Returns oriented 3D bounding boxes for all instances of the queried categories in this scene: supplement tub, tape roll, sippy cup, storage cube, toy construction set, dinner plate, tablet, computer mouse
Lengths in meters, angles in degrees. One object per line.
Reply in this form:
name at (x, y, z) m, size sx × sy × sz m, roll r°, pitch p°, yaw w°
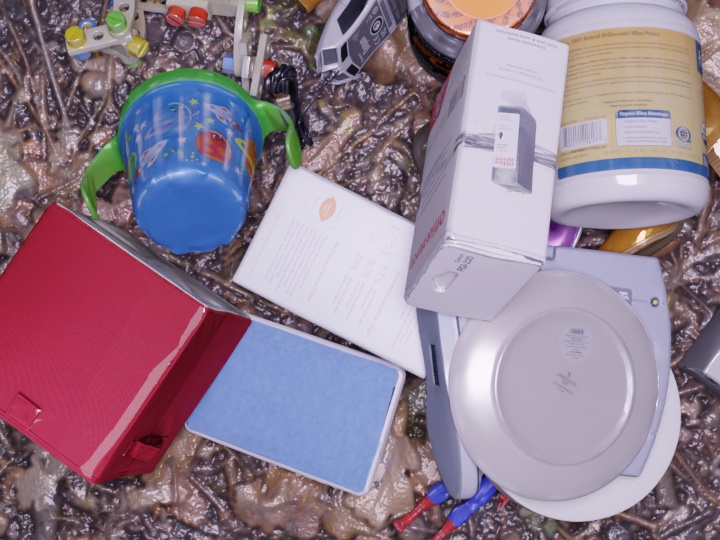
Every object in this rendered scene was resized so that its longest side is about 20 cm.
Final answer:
supplement tub at (0.102, -0.237, 1.069) m, size 0.122 × 0.200 × 0.123 m, roll 0°, pitch 89°, yaw 3°
tape roll at (0.196, 0.131, 1.108) m, size 0.202 × 0.037 × 0.203 m, roll 1°, pitch 82°, yaw -4°
supplement tub at (0.227, -0.146, 1.043) m, size 0.144 × 0.145 × 0.200 m, roll -1°, pitch 81°, yaw 2°
sippy cup at (-0.151, -0.089, 1.062) m, size 0.140 × 0.130 × 0.178 m, roll 31°, pitch 122°, yaw -29°
storage cube at (-0.234, 0.065, 1.084) m, size 0.200 × 0.171 × 0.180 m, roll 35°, pitch 90°, yaw 10°
toy construction set at (-0.170, -0.238, 1.135) m, size 0.200 × 0.092 × 0.131 m, roll 14°, pitch 65°, yaw -5°
dinner plate at (0.172, 0.099, 1.023) m, size 0.200 × 0.024 × 0.201 m, roll 1°, pitch 87°, yaw -18°
tablet at (-0.065, 0.124, 1.143) m, size 0.200 × 0.014 × 0.130 m, roll 18°, pitch 92°, yaw 17°
computer mouse at (-0.020, -0.216, 1.138) m, size 0.044 × 0.110 × 0.200 m, roll 33°, pitch 78°, yaw 25°

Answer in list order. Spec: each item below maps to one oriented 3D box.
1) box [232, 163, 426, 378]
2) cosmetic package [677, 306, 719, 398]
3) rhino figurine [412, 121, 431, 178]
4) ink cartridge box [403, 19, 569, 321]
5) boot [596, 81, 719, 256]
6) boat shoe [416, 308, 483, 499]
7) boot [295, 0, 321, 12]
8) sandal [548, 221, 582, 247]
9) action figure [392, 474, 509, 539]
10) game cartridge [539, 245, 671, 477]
box at (0.000, 0.000, 1.121) m, size 0.200 × 0.097 × 0.125 m, roll 27°, pitch 91°, yaw 3°
cosmetic package at (0.392, 0.036, 1.100) m, size 0.090 × 0.107 × 0.200 m, roll 34°, pitch 92°, yaw 2°
rhino figurine at (0.111, -0.077, 1.098) m, size 0.087 × 0.060 × 0.200 m, roll -34°, pitch 52°, yaw 8°
ink cartridge box at (0.101, -0.077, 0.972) m, size 0.085 × 0.146 × 0.200 m, roll 14°, pitch 67°, yaw -6°
boot at (0.264, -0.096, 1.135) m, size 0.201 × 0.071 × 0.144 m, roll -37°, pitch 75°, yaw 10°
boat shoe at (0.104, 0.098, 1.052) m, size 0.086 × 0.075 × 0.202 m, roll -9°, pitch 93°, yaw -18°
boot at (-0.070, -0.360, 1.134) m, size 0.144 × 0.071 × 0.201 m, roll -41°, pitch 93°, yaw -2°
sandal at (0.179, -0.106, 1.135) m, size 0.082 × 0.050 × 0.203 m, roll 7°, pitch 91°, yaw 11°
action figure at (0.121, 0.193, 1.140) m, size 0.200 × 0.052 × 0.065 m, roll -45°, pitch 85°, yaw -1°
game cartridge at (0.212, 0.082, 1.077) m, size 0.133 × 0.041 × 0.200 m, roll 7°, pitch 85°, yaw 0°
